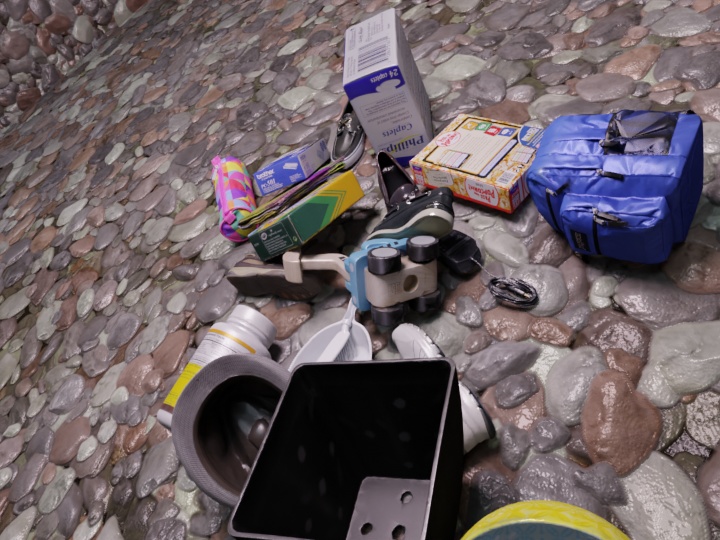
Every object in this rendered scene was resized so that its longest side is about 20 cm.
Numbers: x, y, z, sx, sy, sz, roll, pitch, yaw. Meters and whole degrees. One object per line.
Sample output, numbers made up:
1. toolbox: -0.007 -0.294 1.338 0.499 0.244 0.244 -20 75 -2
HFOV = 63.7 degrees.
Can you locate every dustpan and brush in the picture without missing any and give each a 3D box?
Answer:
1. dustpan and brush: -0.025 0.100 0.835 0.136 0.058 0.201 -4 33 31

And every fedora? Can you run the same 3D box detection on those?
1. fedora: -0.139 0.209 0.756 0.198 0.090 0.179 36 80 5

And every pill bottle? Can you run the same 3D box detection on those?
1. pill bottle: -0.204 0.157 0.860 0.107 0.110 0.203 10 58 35

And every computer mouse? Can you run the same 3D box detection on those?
1. computer mouse: 0.171 -0.001 0.835 0.058 0.035 0.199 -30 47 -21

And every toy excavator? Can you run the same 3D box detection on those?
1. toy excavator: 0.000 0.000 0.857 0.190 0.103 0.199 -16 23 -23

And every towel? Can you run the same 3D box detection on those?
1. towel: -0.123 -0.136 1.042 0.142 0.023 0.199 -17 19 49

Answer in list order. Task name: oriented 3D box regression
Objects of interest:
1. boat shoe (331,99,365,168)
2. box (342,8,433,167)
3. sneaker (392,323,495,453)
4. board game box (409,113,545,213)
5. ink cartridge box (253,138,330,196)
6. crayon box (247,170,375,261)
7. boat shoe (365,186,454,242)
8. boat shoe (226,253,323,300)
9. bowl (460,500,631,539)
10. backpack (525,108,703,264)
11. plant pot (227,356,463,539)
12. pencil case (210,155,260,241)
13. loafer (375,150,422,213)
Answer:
1. boat shoe: -0.020 -0.291 1.165 0.067 0.057 0.204 -1 53 29
2. box: 0.053 -0.320 1.044 0.102 0.201 0.188 -15 47 19
3. sneaker: 0.084 0.146 0.731 0.086 0.075 0.201 -38 44 3
4. board game box: 0.199 -0.181 0.937 0.151 0.047 0.198 -43 45 -22
5. ink cartridge box: -0.124 -0.199 1.093 0.092 0.045 0.201 -19 17 16
6. crayon box: -0.079 -0.099 0.965 0.124 0.052 0.199 -18 18 47
7. boat shoe: 0.074 -0.075 0.874 0.199 0.073 0.068 -30 40 61
8. boat shoe: -0.143 -0.002 0.984 0.195 0.075 0.075 4 55 31
9. bowl: 0.173 0.285 0.516 0.195 0.206 0.107 -9 7 23
10. backpack: 0.313 -0.111 0.745 0.197 0.163 0.170 16 66 37
11. plant pot: 0.015 0.232 0.606 0.194 0.180 0.202 -7 38 25
12. pencil case: -0.255 -0.147 1.165 0.087 0.089 0.202 -30 45 4
13. loafer: 0.065 -0.128 0.974 0.071 0.063 0.202 -28 45 4
